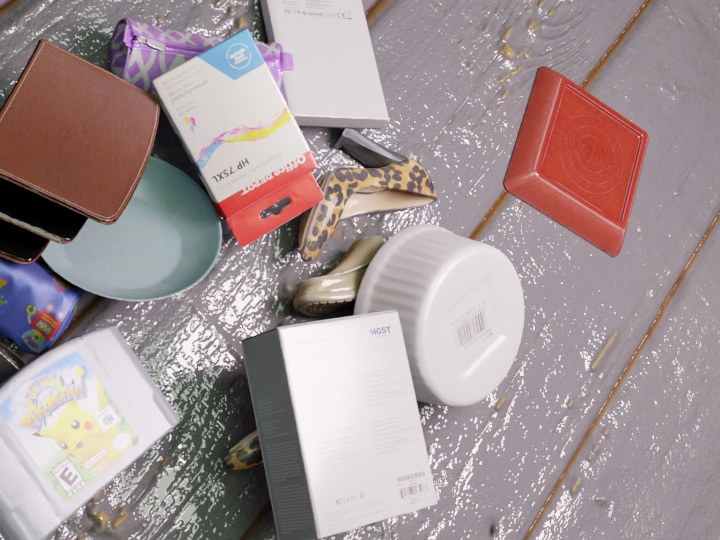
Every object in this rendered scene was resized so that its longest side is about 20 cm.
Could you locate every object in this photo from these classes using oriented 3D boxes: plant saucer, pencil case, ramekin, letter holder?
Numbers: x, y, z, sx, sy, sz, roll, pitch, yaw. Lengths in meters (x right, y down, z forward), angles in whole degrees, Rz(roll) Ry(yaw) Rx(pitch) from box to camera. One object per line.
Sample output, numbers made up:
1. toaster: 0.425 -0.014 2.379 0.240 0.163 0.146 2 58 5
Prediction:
1. plant saucer: 0.302 -0.152 1.480 0.198 0.037 0.202 29 65 -18
2. pencil case: -0.365 0.006 1.057 0.199 0.087 0.078 33 20 -17
3. plant saucer: -0.242 -0.039 1.131 0.198 0.039 0.203 12 49 -14
4. ramekin: 0.094 0.054 1.231 0.198 0.097 0.204 -10 105 -42
5. pencil case: -0.180 -0.228 1.214 0.197 0.085 0.085 3 64 -29
6. letter holder: -0.284 -0.103 1.065 0.140 0.101 0.202 23 41 -15

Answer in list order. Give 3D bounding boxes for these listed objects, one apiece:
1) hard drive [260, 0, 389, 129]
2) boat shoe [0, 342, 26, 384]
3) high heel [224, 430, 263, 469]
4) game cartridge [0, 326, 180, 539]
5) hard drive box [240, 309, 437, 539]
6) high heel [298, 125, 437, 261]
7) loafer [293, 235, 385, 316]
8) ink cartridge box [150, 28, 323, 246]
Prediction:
1. hard drive: -0.046 -0.265 1.314 0.130 0.027 0.203 -2 68 -29
2. boat shoe: -0.317 0.135 1.052 0.072 0.065 0.201 -40 97 -31
3. high heel: -0.041 0.216 1.163 0.198 0.071 0.144 -17 78 -40
4. game cartridge: -0.273 0.144 1.019 0.134 0.040 0.200 53 51 -5
5. hard drive box: -0.020 0.152 1.104 0.154 0.076 0.204 -5 81 -38
6. high heel: 0.012 -0.065 1.277 0.141 0.071 0.202 30 55 -11
7. loafer: 0.000 0.000 1.259 0.198 0.075 0.069 -16 82 -40
8. ink cartridge box: -0.123 -0.135 1.161 0.115 0.067 0.202 -30 103 -8
